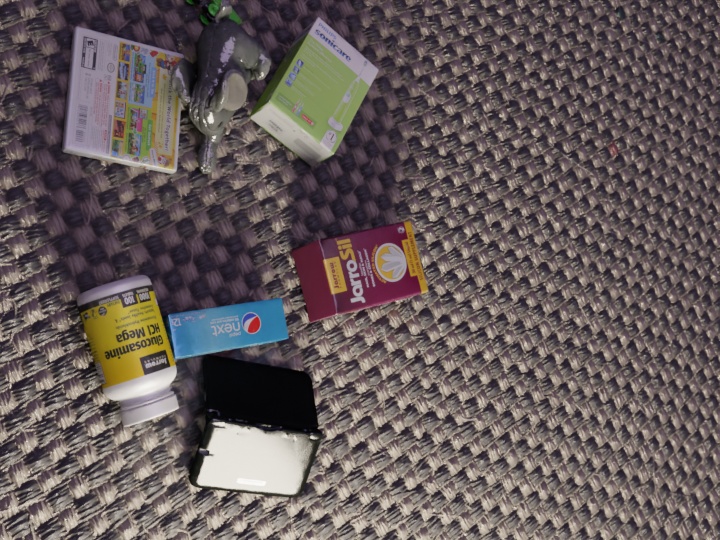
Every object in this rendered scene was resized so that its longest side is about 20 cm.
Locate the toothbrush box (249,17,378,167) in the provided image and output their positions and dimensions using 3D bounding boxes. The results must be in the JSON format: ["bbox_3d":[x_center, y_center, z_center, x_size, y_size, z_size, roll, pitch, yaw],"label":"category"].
[{"bbox_3d":[-0.079,-0.309,1.684,0.145,0.086,0.202,36,64,-20],"label":"toothbrush box"}]

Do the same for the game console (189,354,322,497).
[{"bbox_3d":[-0.172,0.251,1.549,0.198,0.116,0.178,13,103,-29],"label":"game console"}]

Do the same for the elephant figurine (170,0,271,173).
[{"bbox_3d":[-0.232,-0.288,1.550,0.155,0.141,0.202,37,59,-26],"label":"elephant figurine"}]

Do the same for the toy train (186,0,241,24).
[{"bbox_3d":[-0.275,-0.478,1.625,0.201,0.042,0.056,52,49,-13],"label":"toy train"}]

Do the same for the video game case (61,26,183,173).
[{"bbox_3d":[-0.371,-0.267,1.530,0.180,0.023,0.203,9,74,-30],"label":"video game case"}]

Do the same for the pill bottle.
[{"bbox_3d":[-0.334,0.118,1.418,0.111,0.112,0.203,-17,89,-33],"label":"pill bottle"}]

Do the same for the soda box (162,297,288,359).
[{"bbox_3d":[-0.217,0.092,1.526,0.198,0.064,0.069,-8,84,-33],"label":"soda box"}]

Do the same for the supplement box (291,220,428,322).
[{"bbox_3d":[0.000,0.000,1.659,0.198,0.103,0.133,-14,88,-33],"label":"supplement box"}]
